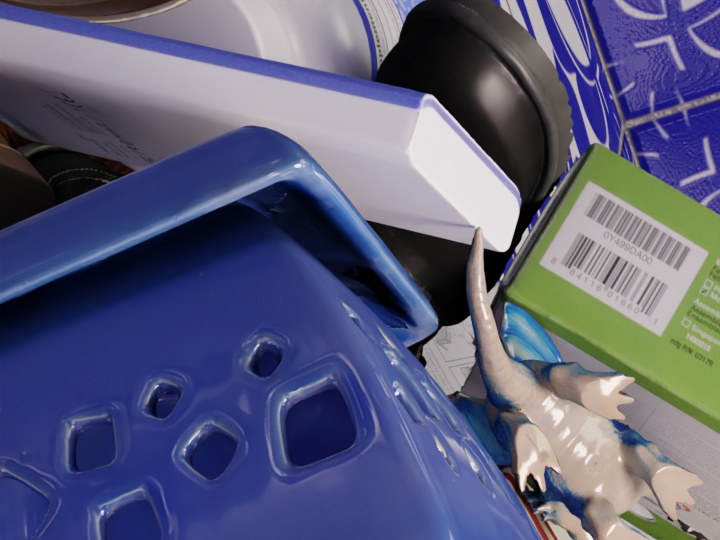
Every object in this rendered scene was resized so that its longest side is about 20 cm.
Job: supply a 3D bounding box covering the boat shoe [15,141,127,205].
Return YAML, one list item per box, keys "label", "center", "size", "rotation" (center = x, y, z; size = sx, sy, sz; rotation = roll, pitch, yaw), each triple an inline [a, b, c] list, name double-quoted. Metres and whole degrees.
- label: "boat shoe"
  center: [-0.087, -0.001, 1.206]
  size: [0.199, 0.066, 0.075]
  rotation: [50, 46, -66]

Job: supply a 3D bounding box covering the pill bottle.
- label: "pill bottle"
  center: [-0.034, -0.081, 1.243]
  size: [0.200, 0.112, 0.113]
  rotation: [-12, 85, -66]

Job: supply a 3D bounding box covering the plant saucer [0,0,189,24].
- label: "plant saucer"
  center: [-0.125, -0.178, 1.134]
  size: [0.034, 0.199, 0.201]
  rotation: [-39, -120, 56]

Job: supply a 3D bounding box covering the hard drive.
- label: "hard drive"
  center: [-0.053, -0.054, 1.072]
  size: [0.132, 0.199, 0.026]
  rotation: [39, 66, -68]

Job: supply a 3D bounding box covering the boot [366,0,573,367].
- label: "boot"
  center: [0.002, 0.002, 1.168]
  size: [0.158, 0.079, 0.212]
  rotation: [-45, 160, -31]

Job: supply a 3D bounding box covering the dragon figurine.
- label: "dragon figurine"
  center: [0.065, 0.053, 1.134]
  size: [0.200, 0.059, 0.099]
  rotation: [45, -7, -35]

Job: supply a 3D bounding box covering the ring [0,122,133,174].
- label: "ring"
  center: [-0.104, -0.123, 1.229]
  size: [0.200, 0.019, 0.202]
  rotation: [10, 90, -68]

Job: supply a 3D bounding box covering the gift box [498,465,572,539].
- label: "gift box"
  center: [0.047, 0.191, 1.245]
  size: [0.187, 0.184, 0.200]
  rotation: [61, 19, -3]

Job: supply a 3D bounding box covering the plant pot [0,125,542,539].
- label: "plant pot"
  center: [-0.054, 0.076, 0.999]
  size: [0.200, 0.199, 0.181]
  rotation: [48, 21, -65]

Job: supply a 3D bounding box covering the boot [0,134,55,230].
- label: "boot"
  center: [-0.174, -0.056, 0.977]
  size: [0.076, 0.074, 0.200]
  rotation: [51, 3, 25]

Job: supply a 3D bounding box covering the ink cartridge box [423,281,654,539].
- label: "ink cartridge box"
  center: [0.050, 0.104, 1.439]
  size: [0.173, 0.044, 0.201]
  rotation: [-8, 62, -44]

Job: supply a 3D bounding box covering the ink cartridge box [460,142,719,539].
- label: "ink cartridge box"
  center: [0.124, 0.044, 1.252]
  size: [0.076, 0.147, 0.200]
  rotation: [-58, 176, -17]
